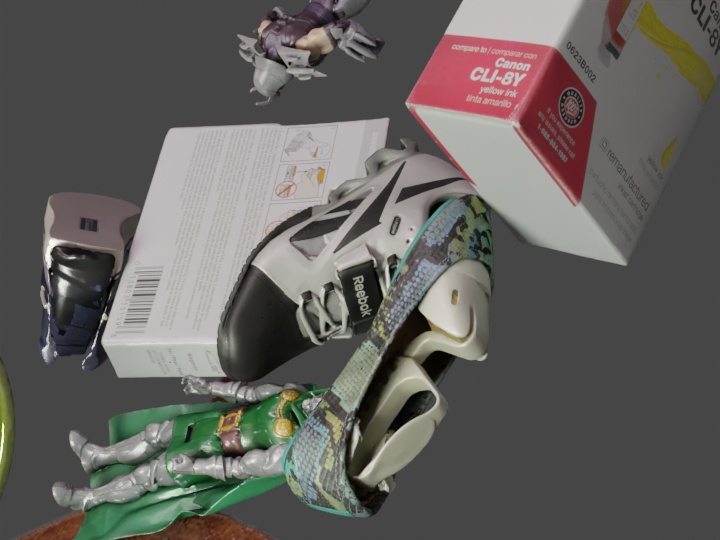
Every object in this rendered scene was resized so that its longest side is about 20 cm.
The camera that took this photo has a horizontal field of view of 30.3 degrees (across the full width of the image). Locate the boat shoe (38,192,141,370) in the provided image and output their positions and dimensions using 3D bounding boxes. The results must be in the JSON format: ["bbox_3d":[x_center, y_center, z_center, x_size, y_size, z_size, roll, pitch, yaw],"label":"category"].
[{"bbox_3d":[-0.205,0.004,0.980,0.200,0.073,0.094,-106,27,-75],"label":"boat shoe"}]

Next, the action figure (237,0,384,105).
[{"bbox_3d":[-0.020,-0.206,1.035,0.129,0.069,0.201,27,77,42],"label":"action figure"}]

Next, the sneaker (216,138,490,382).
[{"bbox_3d":[0.000,0.000,0.802,0.088,0.075,0.200,29,63,35],"label":"sneaker"}]

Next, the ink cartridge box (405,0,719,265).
[{"bbox_3d":[0.133,-0.129,0.754,0.083,0.145,0.202,14,70,44],"label":"ink cartridge box"}]

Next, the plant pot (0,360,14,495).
[{"bbox_3d":[-0.370,0.105,0.887,0.188,0.201,0.202,8,58,34],"label":"plant pot"}]

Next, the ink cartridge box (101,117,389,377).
[{"bbox_3d":[-0.071,-0.019,0.917,0.171,0.044,0.202,-1,50,14],"label":"ink cartridge box"}]

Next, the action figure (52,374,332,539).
[{"bbox_3d":[-0.093,0.105,0.811,0.197,0.055,0.119,-17,41,21],"label":"action figure"}]

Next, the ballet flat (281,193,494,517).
[{"bbox_3d":[0.034,0.051,0.746,0.074,0.074,0.202,22,78,48],"label":"ballet flat"}]
